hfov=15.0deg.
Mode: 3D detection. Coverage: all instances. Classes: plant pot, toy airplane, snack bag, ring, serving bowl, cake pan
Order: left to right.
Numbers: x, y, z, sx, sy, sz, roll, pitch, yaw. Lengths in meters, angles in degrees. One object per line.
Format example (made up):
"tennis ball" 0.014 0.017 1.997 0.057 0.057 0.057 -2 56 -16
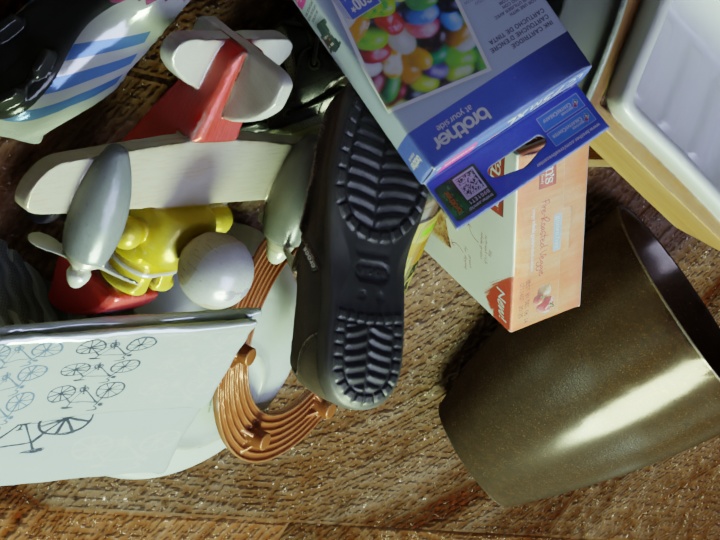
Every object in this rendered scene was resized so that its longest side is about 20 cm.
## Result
"snack bag" -0.175 0.086 1.686 0.188 0.021 0.200 -4 149 -29
"serving bowl" -0.116 0.066 1.811 0.199 0.066 0.201 -26 142 -23
"toy airplane" -0.097 -0.047 1.581 0.199 0.142 0.199 -27 159 -9
"ring" -0.034 0.035 1.816 0.200 0.019 0.201 -44 147 -40
"cake pan" 0.129 -0.159 1.743 0.037 0.201 0.201 18 121 -7
"plant pot" 0.164 0.084 2.043 0.200 0.187 0.187 -35 148 13

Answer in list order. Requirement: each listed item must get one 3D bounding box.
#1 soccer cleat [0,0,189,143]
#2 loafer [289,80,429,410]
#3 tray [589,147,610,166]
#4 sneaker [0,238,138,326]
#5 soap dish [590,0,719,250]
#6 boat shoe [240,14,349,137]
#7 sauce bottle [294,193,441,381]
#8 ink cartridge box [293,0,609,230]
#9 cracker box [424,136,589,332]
"soccer cleat" -0.142 -0.150 1.562 0.200 0.070 0.086 -40 159 1
"loafer" -0.013 -0.019 1.596 0.073 0.071 0.201 19 74 -37
"tray" 0.196 -0.124 1.957 0.199 0.037 0.099 0 127 -45
"sneaker" -0.220 0.038 1.661 0.082 0.075 0.200 -36 138 26
"soap dish" 0.220 -0.124 1.864 0.200 0.081 0.158 39 65 -39
"boat shoe" -0.030 -0.123 1.665 0.200 0.072 0.066 -31 143 18
"sauce bottle" 0.000 0.000 1.721 0.064 0.065 0.200 -19 149 -32
"ink cartridge box" 0.047 -0.138 1.576 0.119 0.200 0.042 -33 176 -16
"cracker box" 0.063 -0.073 1.706 0.057 0.200 0.135 -20 131 -25
